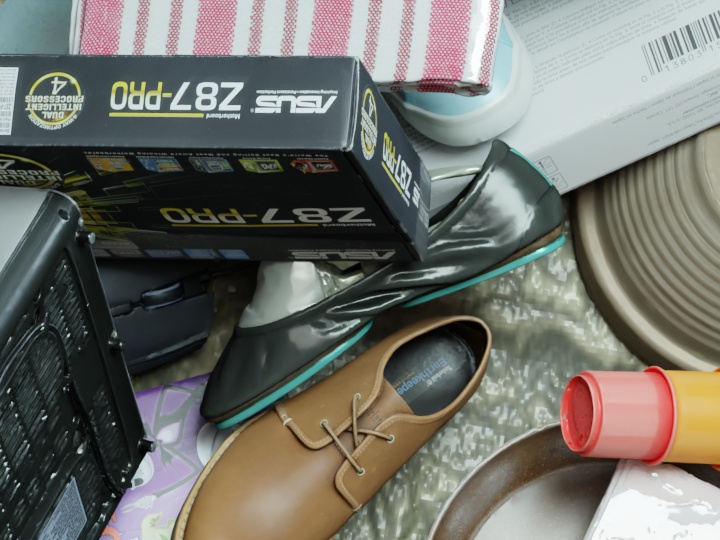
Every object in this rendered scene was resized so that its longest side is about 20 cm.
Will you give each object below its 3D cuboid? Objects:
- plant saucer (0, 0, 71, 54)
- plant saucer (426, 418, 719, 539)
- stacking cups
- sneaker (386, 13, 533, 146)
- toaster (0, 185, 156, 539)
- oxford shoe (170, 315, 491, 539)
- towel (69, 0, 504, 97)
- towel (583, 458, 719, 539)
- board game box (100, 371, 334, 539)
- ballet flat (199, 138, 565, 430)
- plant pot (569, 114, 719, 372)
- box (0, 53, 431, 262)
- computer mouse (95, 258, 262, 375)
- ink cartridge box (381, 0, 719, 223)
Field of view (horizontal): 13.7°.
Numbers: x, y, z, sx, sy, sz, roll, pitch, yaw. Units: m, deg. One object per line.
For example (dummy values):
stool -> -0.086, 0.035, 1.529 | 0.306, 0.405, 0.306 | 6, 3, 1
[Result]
plant saucer -> -0.117, -0.126, 1.459 | 0.039, 0.201, 0.201 | 44, 70, -26
plant saucer -> 0.123, 0.169, 1.440 | 0.200, 0.034, 0.201 | 2, 71, -5
stacking cups -> 0.191, 0.068, 1.437 | 0.200, 0.061, 0.061 | 6, 70, -21
sneaker -> 0.020, -0.143, 1.469 | 0.074, 0.082, 0.200 | -33, 47, 5
toaster -> -0.189, 0.085, 1.325 | 0.118, 0.181, 0.200 | 9, 49, 21
oxford shoe -> -0.013, 0.081, 1.413 | 0.071, 0.071, 0.200 | 47, 60, 0
towel -> -0.030, -0.149, 1.339 | 0.200, 0.030, 0.147 | 2, 77, 15
towel -> 0.176, 0.207, 1.398 | 0.200, 0.032, 0.191 | 25, 72, 4
board game box -> -0.068, 0.150, 1.435 | 0.120, 0.032, 0.200 | -17, 74, -6
ballet flat -> 0.000, 0.000, 1.423 | 0.200, 0.068, 0.068 | -29, 98, 1
plant pot -> 0.208, -0.041, 1.487 | 0.200, 0.093, 0.201 | 1, 70, -4
box -> -0.081, -0.049, 1.334 | 0.200, 0.161, 0.049 | 1, 74, 13
computer mouse -> -0.116, -0.012, 1.444 | 0.200, 0.046, 0.141 | -7, 103, -7
ink cartridge box -> 0.101, -0.122, 1.494 | 0.200, 0.045, 0.176 | -24, 47, 12
